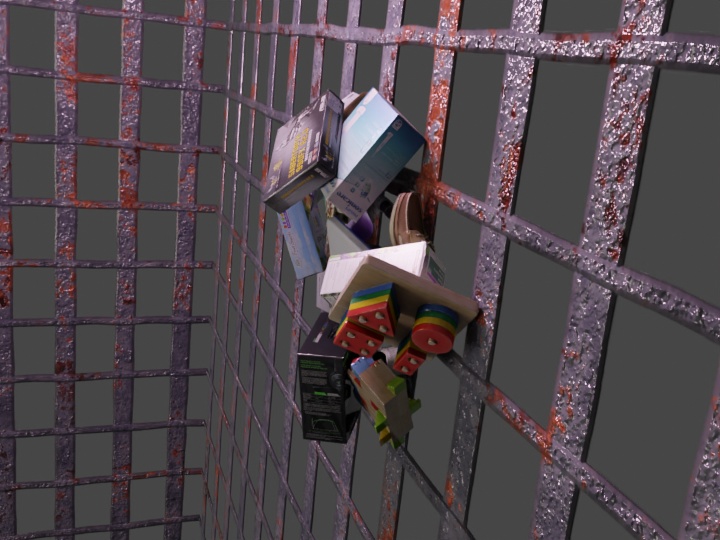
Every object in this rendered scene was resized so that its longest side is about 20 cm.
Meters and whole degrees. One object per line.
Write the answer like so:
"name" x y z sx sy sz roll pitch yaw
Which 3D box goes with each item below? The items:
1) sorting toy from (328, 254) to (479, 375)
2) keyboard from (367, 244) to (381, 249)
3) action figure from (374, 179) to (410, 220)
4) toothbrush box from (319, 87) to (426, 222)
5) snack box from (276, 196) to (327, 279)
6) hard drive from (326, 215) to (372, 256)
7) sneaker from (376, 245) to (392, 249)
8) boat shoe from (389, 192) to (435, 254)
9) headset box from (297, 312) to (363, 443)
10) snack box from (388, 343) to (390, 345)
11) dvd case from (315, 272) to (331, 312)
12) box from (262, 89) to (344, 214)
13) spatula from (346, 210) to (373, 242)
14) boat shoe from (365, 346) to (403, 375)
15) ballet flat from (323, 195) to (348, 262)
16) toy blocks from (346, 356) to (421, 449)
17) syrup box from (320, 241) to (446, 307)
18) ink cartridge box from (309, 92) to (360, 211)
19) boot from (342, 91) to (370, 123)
"sorting toy" 0.059 0.087 1.265 0.199 0.197 0.071 124 167 -56
"keyboard" 0.016 0.046 1.651 0.103 0.039 0.205 10 99 46
"action figure" 0.024 -0.171 1.538 0.200 0.068 0.132 48 119 49
"toothbrush box" 0.007 -0.215 1.457 0.200 0.085 0.147 -48 35 10
"snack box" -0.120 -0.080 1.717 0.200 0.066 0.172 -47 -59 -82
"hard drive" 0.000 0.000 1.487 0.200 0.025 0.134 45 149 44
"sneaker" 0.032 0.009 1.529 0.199 0.066 0.092 -17 86 66
"boat shoe" 0.098 -0.034 1.376 0.073 0.075 0.205 3 96 39
"headset box" -0.053 0.198 1.527 0.175 0.091 0.204 -60 -29 -64
"snack box" 0.024 0.069 1.569 0.200 0.024 0.073 40 125 51
"dvd case" -0.065 0.026 1.861 0.199 0.024 0.154 -161 73 -69
"box" -0.106 -0.227 1.494 0.157 0.048 0.203 -29 40 36
"spatula" -0.027 -0.045 1.580 0.057 0.020 0.201 62 144 20
"boat shoe" 0.039 0.183 1.520 0.199 0.064 0.074 159 110 -68
"ballet flat" -0.039 -0.106 1.645 0.063 0.075 0.205 9 106 37
"toy blocks" 0.030 0.217 1.424 0.137 0.099 0.202 46 161 33
"syrup box" 0.038 0.018 1.315 0.197 0.079 0.083 -9 52 33
"ink cartridge box" -0.062 -0.255 1.672 0.200 0.040 0.203 -50 -20 -53
"boot" -0.030 -0.266 1.562 0.200 0.075 0.074 -48 10 8
